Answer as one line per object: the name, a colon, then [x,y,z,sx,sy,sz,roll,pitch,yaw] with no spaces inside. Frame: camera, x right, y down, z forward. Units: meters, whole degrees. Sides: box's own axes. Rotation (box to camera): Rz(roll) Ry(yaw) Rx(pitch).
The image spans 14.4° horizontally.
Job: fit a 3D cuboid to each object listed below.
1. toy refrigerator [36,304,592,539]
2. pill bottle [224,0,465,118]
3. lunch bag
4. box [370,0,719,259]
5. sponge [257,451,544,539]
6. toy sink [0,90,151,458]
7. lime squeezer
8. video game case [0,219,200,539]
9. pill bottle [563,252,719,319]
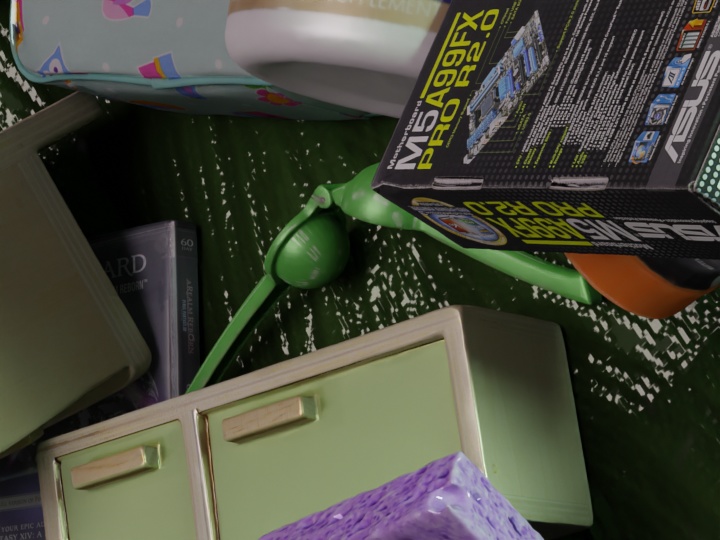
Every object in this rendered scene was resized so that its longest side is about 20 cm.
toy refrigerator: [-0.022,0.076,1.019,0.200,0.070,0.076,-19,72,35]
pill bottle: [0.028,-0.154,0.940,0.116,0.116,0.200,6,83,43]
lunch bag: [-0.042,-0.140,1.077,0.200,0.077,0.160,4,85,43]
box: [0.098,-0.101,0.824,0.160,0.044,0.200,2,65,59]
sponge: [-0.006,0.135,0.983,0.200,0.112,0.030,-26,30,37]
toy sink: [-0.172,0.029,1.110,0.130,0.200,0.112,-26,96,36]
lime squeezer: [0.000,0.000,1.051,0.200,0.038,0.071,-18,100,37]
video game case: [-0.118,0.089,1.154,0.143,0.019,0.200,-11,75,41]
pill bottle: [0.145,-0.065,0.872,0.200,0.106,0.106,-39,59,33]
